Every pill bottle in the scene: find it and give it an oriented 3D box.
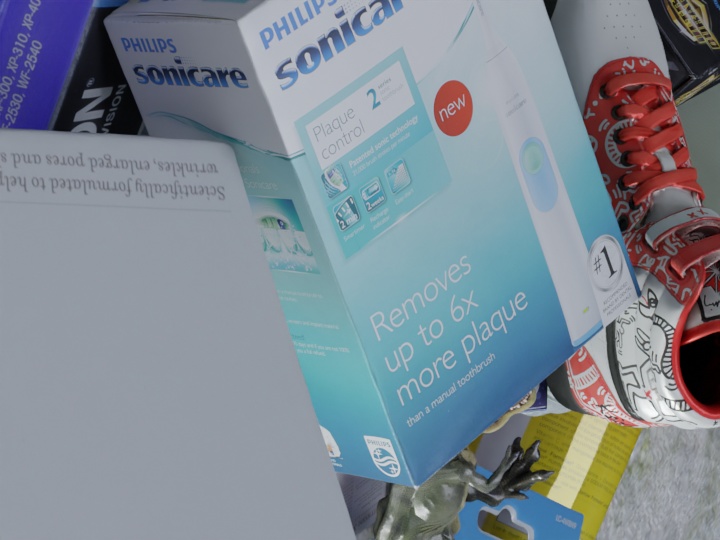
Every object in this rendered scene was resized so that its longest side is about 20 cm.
[{"bbox_3d":[0.097,0.073,1.444,0.201,0.112,0.112,-66,151,-5],"label":"pill bottle"}]

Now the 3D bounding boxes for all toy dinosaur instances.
[{"bbox_3d":[0.035,0.113,1.143,0.088,0.047,0.201,1,126,-39],"label":"toy dinosaur"}]

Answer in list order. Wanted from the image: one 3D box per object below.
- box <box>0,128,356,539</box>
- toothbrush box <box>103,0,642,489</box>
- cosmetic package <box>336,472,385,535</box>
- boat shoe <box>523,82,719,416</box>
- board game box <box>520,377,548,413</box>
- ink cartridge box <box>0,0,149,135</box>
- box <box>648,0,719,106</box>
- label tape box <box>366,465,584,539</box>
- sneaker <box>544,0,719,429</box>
[{"bbox_3d":[-0.123,0.067,0.908,0.198,0.130,0.201,1,65,-48],"label":"box"},{"bbox_3d":[0.009,-0.042,1.034,0.146,0.085,0.201,-36,116,-34],"label":"toothbrush box"},{"bbox_3d":[-0.061,0.116,1.262,0.200,0.050,0.083,-31,132,-48],"label":"cosmetic package"},{"bbox_3d":[0.120,-0.015,1.250,0.201,0.070,0.071,-57,-169,-30],"label":"boat shoe"},{"bbox_3d":[0.000,0.000,1.111,0.199,0.034,0.136,-4,98,-42],"label":"board game box"},{"bbox_3d":[-0.098,-0.093,1.034,0.200,0.043,0.199,-17,135,-55],"label":"ink cartridge box"},{"bbox_3d":[0.136,-0.185,1.272,0.050,0.200,0.198,-40,174,41],"label":"box"},{"bbox_3d":[0.025,0.194,1.316,0.143,0.066,0.201,28,76,-51],"label":"label tape box"},{"bbox_3d":[0.126,-0.033,1.121,0.067,0.108,0.203,-4,97,-31],"label":"sneaker"}]
